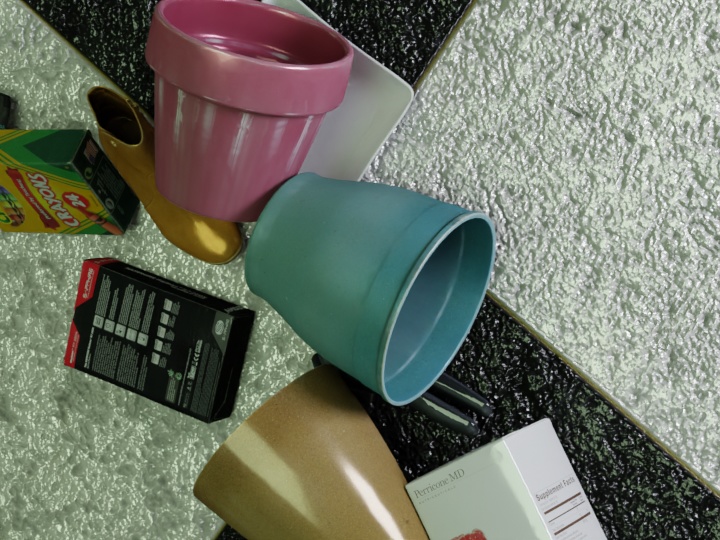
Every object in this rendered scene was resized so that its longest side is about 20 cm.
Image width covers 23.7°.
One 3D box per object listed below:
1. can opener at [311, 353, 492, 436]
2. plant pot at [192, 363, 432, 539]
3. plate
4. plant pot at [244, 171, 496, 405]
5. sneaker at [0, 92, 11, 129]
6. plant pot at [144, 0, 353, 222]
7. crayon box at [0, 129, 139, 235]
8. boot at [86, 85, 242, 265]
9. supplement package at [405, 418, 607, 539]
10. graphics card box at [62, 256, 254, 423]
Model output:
[{"bbox_3d":[0.041,0.107,1.729,0.200,0.079,0.063,20,65,21],"label":"can opener"},{"bbox_3d":[-0.029,0.227,1.662,0.200,0.186,0.186,47,113,14],"label":"plant pot"},{"bbox_3d":[-0.062,-0.158,1.762,0.200,0.032,0.200,40,110,18],"label":"plate"},{"bbox_3d":[0.000,0.000,1.653,0.188,0.200,0.200,26,106,24],"label":"plant pot"},{"bbox_3d":[-0.480,-0.186,1.962,0.200,0.075,0.079,20,82,24],"label":"sneaker"},{"bbox_3d":[-0.121,-0.153,1.671,0.200,0.200,0.179,25,114,23],"label":"plant pot"},{"bbox_3d":[-0.358,-0.096,1.868,0.200,0.127,0.051,2,55,28],"label":"crayon box"},{"bbox_3d":[-0.208,-0.097,1.775,0.071,0.144,0.201,-42,70,-8],"label":"boot"},{"bbox_3d":[0.154,0.262,1.643,0.121,0.120,0.200,-30,81,27],"label":"supplement package"},{"bbox_3d":[-0.220,0.073,1.854,0.200,0.051,0.126,19,103,25],"label":"graphics card box"}]
